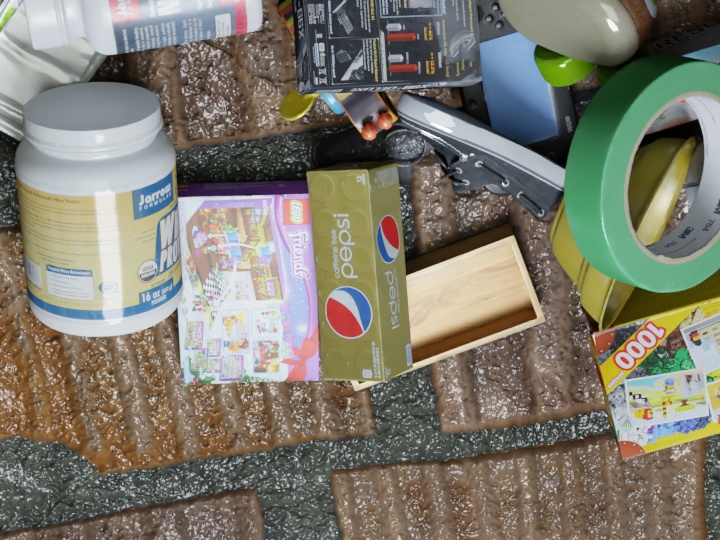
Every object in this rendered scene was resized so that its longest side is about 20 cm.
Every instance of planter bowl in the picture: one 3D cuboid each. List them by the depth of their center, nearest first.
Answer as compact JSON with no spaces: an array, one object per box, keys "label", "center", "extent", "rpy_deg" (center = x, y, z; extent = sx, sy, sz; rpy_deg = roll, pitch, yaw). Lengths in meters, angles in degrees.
[{"label":"planter bowl","center":[0.232,-0.050,1.718],"extent":[0.083,0.200,0.201],"rpy_deg":[27,112,14]}]

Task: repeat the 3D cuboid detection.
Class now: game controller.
[{"label":"game controller","center":[0.143,-0.169,1.715],"extent":[0.104,0.042,0.201],"rpy_deg":[-13,115,2]}]

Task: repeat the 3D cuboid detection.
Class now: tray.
[{"label":"tray","center":[0.069,0.036,1.805],"extent":[0.199,0.037,0.099],"rpy_deg":[-20,114,6]}]

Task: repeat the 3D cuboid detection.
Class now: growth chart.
[{"label":"growth chart","center":[-0.295,-0.210,1.676],"extent":[0.145,0.018,0.200],"rpy_deg":[39,106,-18]}]

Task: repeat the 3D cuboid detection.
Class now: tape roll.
[{"label":"tape roll","center":[0.263,-0.083,1.584],"extent":[0.200,0.048,0.201],"rpy_deg":[-11,109,-36]}]

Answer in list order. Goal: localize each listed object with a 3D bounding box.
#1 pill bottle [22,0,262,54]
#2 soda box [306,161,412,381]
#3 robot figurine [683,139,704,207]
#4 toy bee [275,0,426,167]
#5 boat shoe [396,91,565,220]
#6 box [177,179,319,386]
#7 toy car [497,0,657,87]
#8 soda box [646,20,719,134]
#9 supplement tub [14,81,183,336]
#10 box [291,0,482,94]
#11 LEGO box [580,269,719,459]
[{"label":"pill bottle","center":[-0.192,-0.251,1.599],"extent":[0.199,0.120,0.120],"rpy_deg":[-11,115,-7]},{"label":"soda box","center":[0.000,0.000,1.728],"extent":[0.068,0.064,0.201],"rpy_deg":[0,99,29]},{"label":"robot figurine","center":[0.385,-0.069,1.727],"extent":[0.200,0.113,0.170],"rpy_deg":[26,68,-27]},{"label":"toy bee","center":[0.003,-0.168,1.669],"extent":[0.200,0.109,0.131],"rpy_deg":[30,107,-16]},{"label":"boat shoe","center":[0.106,-0.098,1.675],"extent":[0.200,0.070,0.066],"rpy_deg":[22,100,-36]},{"label":"box","center":[-0.109,0.013,1.778],"extent":[0.136,0.039,0.201],"rpy_deg":[-1,114,-3]},{"label":"toy car","center":[0.229,-0.278,1.623],"extent":[0.200,0.158,0.164],"rpy_deg":[-46,129,-18]},{"label":"soda box","center":[0.322,-0.186,1.709],"extent":[0.199,0.064,0.069],"rpy_deg":[-17,114,2]},{"label":"supplement tub","center":[-0.237,-0.056,1.677],"extent":[0.144,0.145,0.201],"rpy_deg":[-2,117,-3]},{"label":"box","center":[0.019,-0.257,1.606],"extent":[0.157,0.050,0.201],"rpy_deg":[-5,91,-15]},{"label":"LEGO box","center":[0.332,0.082,1.822],"extent":[0.199,0.077,0.149],"rpy_deg":[-16,114,3]}]
